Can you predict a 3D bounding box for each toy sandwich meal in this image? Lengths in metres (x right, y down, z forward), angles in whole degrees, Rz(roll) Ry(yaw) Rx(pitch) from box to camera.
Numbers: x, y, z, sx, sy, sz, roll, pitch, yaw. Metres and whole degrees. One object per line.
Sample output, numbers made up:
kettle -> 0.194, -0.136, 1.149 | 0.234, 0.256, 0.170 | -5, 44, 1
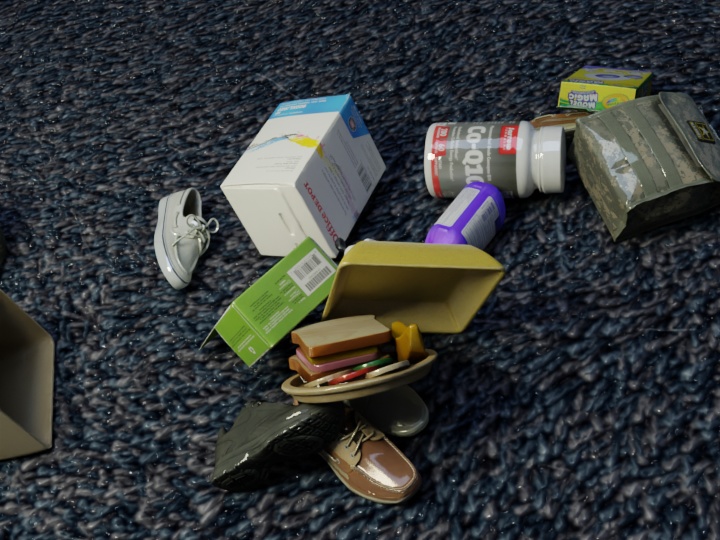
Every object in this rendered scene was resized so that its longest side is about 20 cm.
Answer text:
toy sandwich meal -> -0.006, 0.096, 1.003 | 0.203, 0.071, 0.205 | -12, 3, 1

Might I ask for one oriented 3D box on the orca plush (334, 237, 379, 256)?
orca plush -> 0.000, 0.000, 1.210 | 0.104, 0.072, 0.200 | 18, 11, -16

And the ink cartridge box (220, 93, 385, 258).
ink cartridge box -> -0.082, -0.140, 1.305 | 0.143, 0.148, 0.201 | 2, 47, 34

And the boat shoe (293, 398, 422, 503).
boat shoe -> -0.013, 0.206, 1.037 | 0.199, 0.072, 0.076 | 27, 59, 32

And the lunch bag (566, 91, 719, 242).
lunch bag -> 0.420, -0.157, 1.219 | 0.198, 0.118, 0.165 | -19, 65, -6

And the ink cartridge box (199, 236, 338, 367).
ink cartridge box -> -0.121, 0.058, 1.157 | 0.076, 0.200, 0.148 | 47, 59, 1

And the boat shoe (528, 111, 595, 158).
boat shoe -> 0.345, -0.218, 1.341 | 0.197, 0.076, 0.074 | -1, 44, 11

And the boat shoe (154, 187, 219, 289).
boat shoe -> -0.262, -0.059, 1.338 | 0.085, 0.075, 0.203 | -26, 38, 12

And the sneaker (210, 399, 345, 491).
sneaker -> -0.105, 0.186, 1.029 | 0.199, 0.076, 0.091 | -30, 48, 22

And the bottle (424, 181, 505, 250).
bottle -> 0.131, -0.037, 1.219 | 0.065, 0.084, 0.200 | 18, 55, 36

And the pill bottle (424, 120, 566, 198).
pill bottle -> 0.203, -0.165, 1.294 | 0.198, 0.115, 0.115 | 1, 48, 18

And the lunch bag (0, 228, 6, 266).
lunch bag -> -0.680, -0.060, 1.357 | 0.166, 0.201, 0.140 | -7, 46, 5

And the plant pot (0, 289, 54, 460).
plant pot -> -0.543, 0.146, 1.152 | 0.176, 0.200, 0.201 | -25, 46, 6

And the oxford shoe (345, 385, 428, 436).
oxford shoe -> 0.006, 0.140, 1.105 | 0.075, 0.058, 0.200 | -36, 52, -22

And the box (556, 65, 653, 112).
box -> 0.382, -0.279, 1.352 | 0.116, 0.049, 0.200 | 11, 27, 22

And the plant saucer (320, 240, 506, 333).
plant saucer -> 0.056, 0.018, 1.071 | 0.197, 0.200, 0.049 | 1, 64, -10
